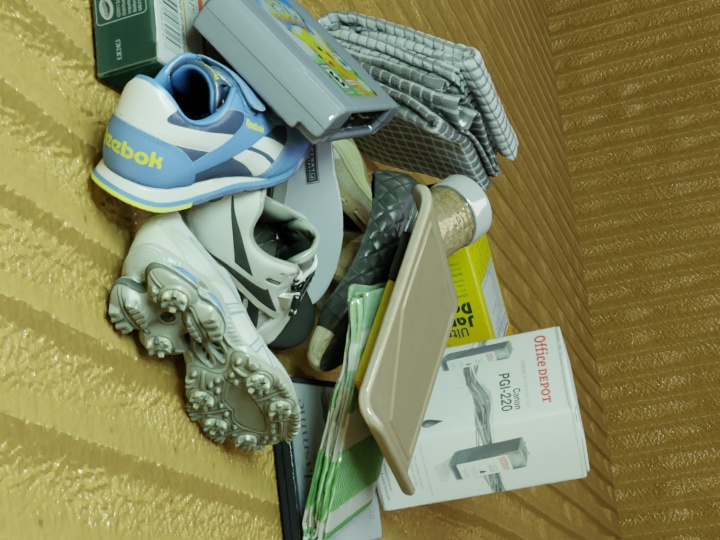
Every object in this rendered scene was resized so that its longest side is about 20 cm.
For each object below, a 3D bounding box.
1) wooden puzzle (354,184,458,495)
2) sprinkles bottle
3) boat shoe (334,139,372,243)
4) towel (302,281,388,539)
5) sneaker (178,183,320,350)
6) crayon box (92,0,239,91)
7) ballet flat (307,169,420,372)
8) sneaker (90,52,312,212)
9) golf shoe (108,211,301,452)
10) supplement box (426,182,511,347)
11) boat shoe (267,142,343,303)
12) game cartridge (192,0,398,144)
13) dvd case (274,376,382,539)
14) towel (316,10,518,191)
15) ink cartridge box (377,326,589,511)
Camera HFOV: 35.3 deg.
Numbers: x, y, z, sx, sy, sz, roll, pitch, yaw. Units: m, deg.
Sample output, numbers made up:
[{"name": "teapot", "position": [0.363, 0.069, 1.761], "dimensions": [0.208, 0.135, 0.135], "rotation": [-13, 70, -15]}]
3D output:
[{"name": "wooden puzzle", "position": [0.037, 0.060, 0.917], "dimensions": [0.186, 0.037, 0.203], "rotation": [68, 33, -61]}, {"name": "sprinkles bottle", "position": [0.039, -0.020, 1.062], "dimensions": [0.199, 0.068, 0.069], "rotation": [-34, 116, -35]}, {"name": "boat shoe", "position": [-0.016, -0.062, 1.089], "dimensions": [0.063, 0.073, 0.202], "rotation": [-46, 143, -14]}, {"name": "towel", "position": [0.001, 0.109, 0.922], "dimensions": [0.152, 0.023, 0.204], "rotation": [-5, 106, -72]}, {"name": "sneaker", "position": [-0.063, 0.001, 0.847], "dimensions": [0.200, 0.087, 0.075], "rotation": [54, 38, -53]}, {"name": "crayon box", "position": [-0.124, -0.175, 0.827], "dimensions": [0.200, 0.051, 0.128], "rotation": [25, 56, -68]}, {"name": "ballet flat", "position": [0.000, 0.000, 0.965], "dimensions": [0.067, 0.056, 0.202], "rotation": [87, 26, -58]}, {"name": "sneaker", "position": [-0.090, -0.100, 0.748], "dimensions": [0.199, 0.073, 0.083], "rotation": [-29, 140, -55]}, {"name": "golf shoe", "position": [-0.093, 0.041, 0.767], "dimensions": [0.098, 0.077, 0.201], "rotation": [-91, 162, -45]}, {"name": "supplement box", "position": [0.093, 0.013, 1.287], "dimensions": [0.109, 0.108, 0.203], "rotation": [-58, 133, -64]}, {"name": "boat shoe", "position": [-0.056, -0.072, 0.954], "dimensions": [0.068, 0.056, 0.204], "rotation": [-4, 99, -33]}, {"name": "game cartridge", "position": [-0.044, -0.152, 0.818], "dimensions": [0.133, 0.041, 0.200], "rotation": [42, 16, 4]}, {"name": "dvd case", "position": [-0.027, 0.167, 0.978], "dimensions": [0.200, 0.017, 0.145], "rotation": [21, 60, -69]}, {"name": "towel", "position": [0.046, -0.161, 1.125], "dimensions": [0.086, 0.198, 0.166], "rotation": [-57, 148, -13]}, {"name": "ink cartridge box", "position": [0.111, 0.141, 1.087], "dimensions": [0.146, 0.196, 0.086], "rotation": [-84, 162, -61]}]
